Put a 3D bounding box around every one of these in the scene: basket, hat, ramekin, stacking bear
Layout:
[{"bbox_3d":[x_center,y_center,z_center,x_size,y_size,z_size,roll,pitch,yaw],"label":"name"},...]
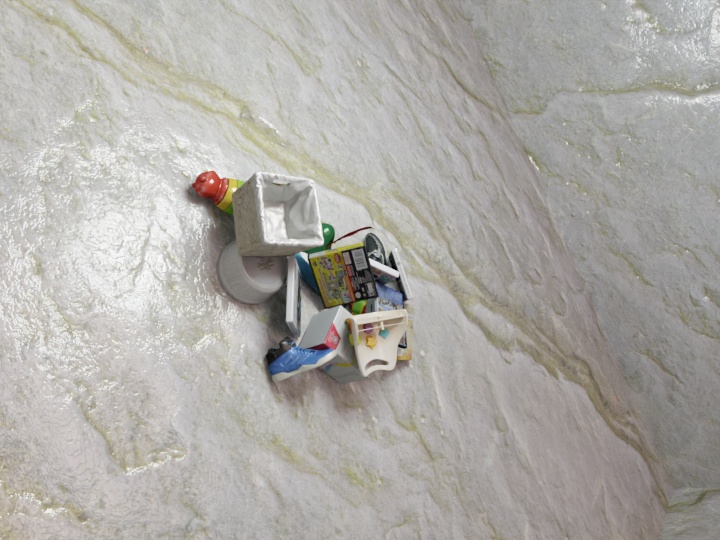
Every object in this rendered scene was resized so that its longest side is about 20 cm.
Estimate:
[{"bbox_3d":[-0.232,-0.147,1.396,0.198,0.161,0.200,-1,79,-44],"label":"basket"},{"bbox_3d":[-0.105,-0.122,1.652,0.166,0.176,0.200,54,46,-13],"label":"hat"},{"bbox_3d":[-0.301,-0.010,1.474,0.200,0.105,0.200,18,62,-37],"label":"ramekin"},{"bbox_3d":[-0.384,-0.226,1.482,0.200,0.121,0.114,22,70,-33],"label":"stacking bear"}]

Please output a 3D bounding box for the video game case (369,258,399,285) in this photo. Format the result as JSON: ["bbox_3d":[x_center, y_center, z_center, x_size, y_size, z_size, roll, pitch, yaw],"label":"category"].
[{"bbox_3d":[0.000,0.000,1.665,0.200,0.182,0.024,25,64,-17],"label":"video game case"}]

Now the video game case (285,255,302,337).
[{"bbox_3d":[-0.196,0.081,1.507,0.023,0.182,0.200,-2,69,0],"label":"video game case"}]

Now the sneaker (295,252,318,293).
[{"bbox_3d":[-0.140,0.005,1.645,0.200,0.076,0.081,49,48,-31],"label":"sneaker"}]

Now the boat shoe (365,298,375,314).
[{"bbox_3d":[0.053,0.182,1.706,0.062,0.072,0.200,-13,117,-44],"label":"boat shoe"}]

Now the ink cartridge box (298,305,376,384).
[{"bbox_3d":[-0.061,0.234,1.573,0.200,0.145,0.145,42,49,-23],"label":"ink cartridge box"}]

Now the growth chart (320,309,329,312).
[{"bbox_3d":[-0.020,0.179,1.640,0.200,0.145,0.018,42,62,-26],"label":"growth chart"}]

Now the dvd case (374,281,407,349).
[{"bbox_3d":[0.098,0.147,1.665,0.143,0.018,0.200,26,51,-42],"label":"dvd case"}]

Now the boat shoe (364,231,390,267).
[{"bbox_3d":[0.058,-0.043,1.848,0.060,0.076,0.200,-23,89,-55],"label":"boat shoe"}]

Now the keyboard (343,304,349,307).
[{"bbox_3d":[-0.026,0.040,1.775,0.200,0.021,0.127,-30,95,-46],"label":"keyboard"}]

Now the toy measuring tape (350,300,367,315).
[{"bbox_3d":[0.020,0.101,1.754,0.074,0.074,0.200,54,47,-13],"label":"toy measuring tape"}]

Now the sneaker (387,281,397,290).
[{"bbox_3d":[0.098,0.142,1.814,0.200,0.077,0.082,-64,146,-23],"label":"sneaker"}]

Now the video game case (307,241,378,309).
[{"bbox_3d":[-0.052,0.018,1.585,0.026,0.181,0.200,-96,172,-58],"label":"video game case"}]

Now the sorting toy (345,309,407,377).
[{"bbox_3d":[0.042,0.218,1.510,0.200,0.107,0.180,-5,87,-37],"label":"sorting toy"}]

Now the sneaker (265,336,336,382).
[{"bbox_3d":[-0.175,0.234,1.447,0.077,0.200,0.111,0,68,-79],"label":"sneaker"}]

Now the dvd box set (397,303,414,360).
[{"bbox_3d":[0.148,0.217,1.799,0.146,0.029,0.200,17,74,-61],"label":"dvd box set"}]

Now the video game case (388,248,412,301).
[{"bbox_3d":[0.144,0.020,1.835,0.023,0.200,0.182,-18,85,-1],"label":"video game case"}]
